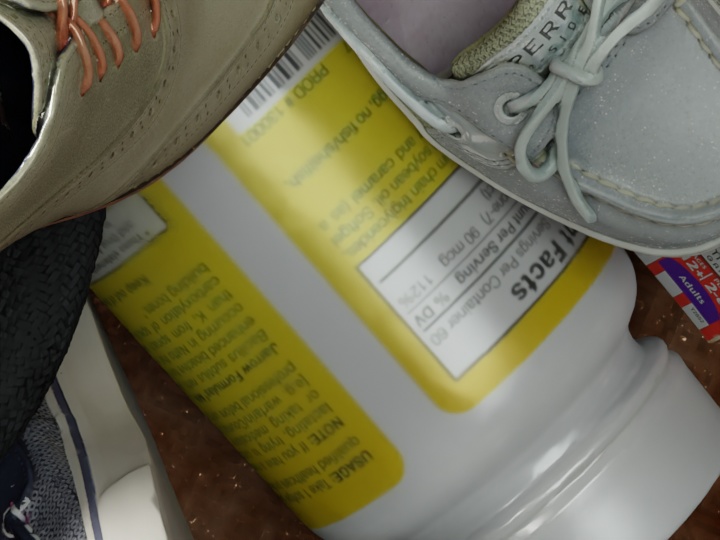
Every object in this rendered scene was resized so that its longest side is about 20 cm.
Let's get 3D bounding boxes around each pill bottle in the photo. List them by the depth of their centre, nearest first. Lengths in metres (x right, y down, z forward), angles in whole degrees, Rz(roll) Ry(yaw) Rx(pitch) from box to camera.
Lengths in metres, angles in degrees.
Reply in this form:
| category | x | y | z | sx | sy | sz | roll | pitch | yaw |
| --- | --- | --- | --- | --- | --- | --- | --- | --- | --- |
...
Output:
| category | x | y | z | sx | sy | sz | roll | pitch | yaw |
| --- | --- | --- | --- | --- | --- | --- | --- | --- | --- |
| pill bottle | 0.000 | 0.000 | 0.793 | 0.114 | 0.114 | 0.200 | -43 | 97 | -9 |

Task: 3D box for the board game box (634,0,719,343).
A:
| category | x | y | z | sx | sy | sz | roll | pitch | yaw |
| --- | --- | --- | --- | --- | --- | --- | --- | --- | --- |
| board game box | 0.111 | -0.102 | 0.817 | 0.152 | 0.046 | 0.200 | 48 | 57 | -7 |

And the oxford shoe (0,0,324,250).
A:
| category | x | y | z | sx | sy | sz | roll | pitch | yaw |
| --- | --- | --- | --- | --- | --- | --- | --- | --- | --- |
| oxford shoe | -0.063 | -0.042 | 0.613 | 0.200 | 0.074 | 0.071 | -40 | 100 | -28 |

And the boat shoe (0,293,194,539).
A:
| category | x | y | z | sx | sy | sz | roll | pitch | yaw |
| --- | --- | --- | --- | --- | --- | --- | --- | --- | --- |
| boat shoe | -0.088 | 0.075 | 0.743 | 0.092 | 0.200 | 0.075 | -24 | 118 | -3 |

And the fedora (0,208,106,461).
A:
| category | x | y | z | sx | sy | sz | roll | pitch | yaw |
| --- | --- | --- | --- | --- | --- | --- | --- | --- | --- |
| fedora | -0.119 | 0.002 | 0.685 | 0.091 | 0.201 | 0.202 | 23 | 84 | 12 |

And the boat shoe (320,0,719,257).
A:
| category | x | y | z | sx | sy | sz | roll | pitch | yaw |
| --- | --- | --- | --- | --- | --- | --- | --- | --- | --- |
| boat shoe | 0.020 | -0.077 | 0.708 | 0.202 | 0.065 | 0.074 | 45 | 97 | -5 |
